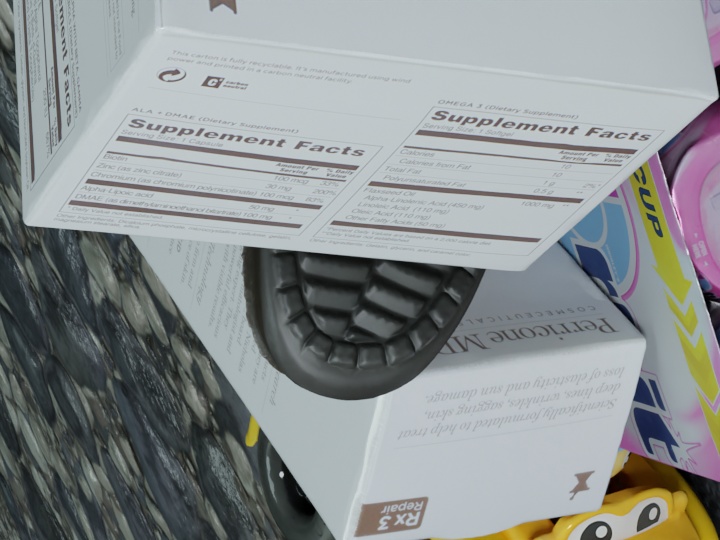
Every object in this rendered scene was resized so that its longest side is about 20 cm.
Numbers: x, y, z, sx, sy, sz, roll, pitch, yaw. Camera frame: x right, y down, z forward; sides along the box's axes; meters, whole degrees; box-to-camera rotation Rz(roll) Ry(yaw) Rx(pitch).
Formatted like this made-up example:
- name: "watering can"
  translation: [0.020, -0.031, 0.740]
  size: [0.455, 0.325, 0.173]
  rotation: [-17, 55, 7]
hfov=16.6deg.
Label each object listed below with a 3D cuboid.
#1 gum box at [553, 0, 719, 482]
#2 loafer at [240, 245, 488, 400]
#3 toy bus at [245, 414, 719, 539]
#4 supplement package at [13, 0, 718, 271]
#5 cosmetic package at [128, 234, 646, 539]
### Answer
- name: "gum box"
  translation: [0.101, -0.028, 0.790]
  size: [0.113, 0.066, 0.201]
  rotation: [18, 129, 68]
- name: "loafer"
  translation: [0.001, -0.047, 0.754]
  size: [0.071, 0.072, 0.201]
  rotation: [134, 149, -57]
- name: "toy bus"
  translation: [0.059, 0.041, 0.938]
  size: [0.200, 0.135, 0.193]
  rotation: [47, 138, 42]
- name: "supplement package"
  translation: [-0.008, -0.118, 0.673]
  size: [0.111, 0.155, 0.202]
  rotation: [136, 134, -56]
- name: "cosmetic package"
  translation: [0.000, 0.000, 0.831]
  size: [0.200, 0.101, 0.075]
  rotation: [49, 136, 45]
